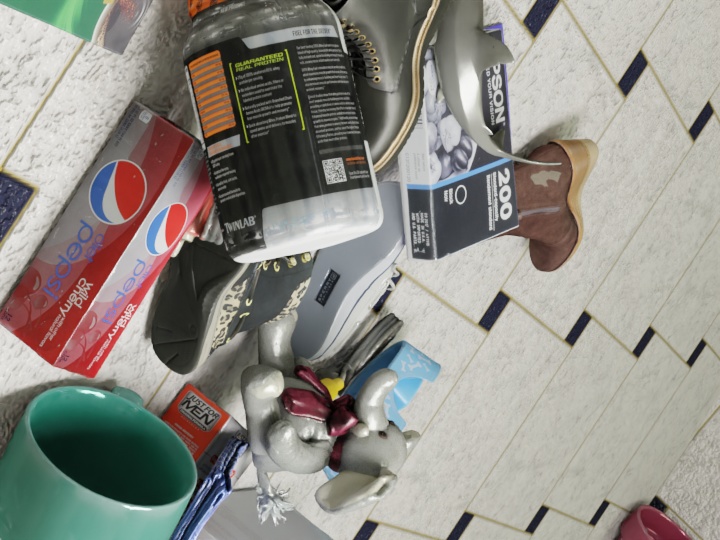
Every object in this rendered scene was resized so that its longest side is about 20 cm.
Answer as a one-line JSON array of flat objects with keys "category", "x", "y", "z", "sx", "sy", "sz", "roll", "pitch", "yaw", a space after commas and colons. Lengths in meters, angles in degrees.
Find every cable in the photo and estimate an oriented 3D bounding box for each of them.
[{"category": "cable", "x": -0.111, "y": -0.103, "z": 1.350, "sx": 0.050, "sy": 0.097, "sz": 0.202, "roll": 15, "pitch": 105, "yaw": -21}, {"category": "cable", "x": -0.018, "y": 0.122, "z": 1.806, "sx": 0.199, "sy": 0.050, "sz": 0.098, "roll": -33, "pitch": 154, "yaw": -42}]

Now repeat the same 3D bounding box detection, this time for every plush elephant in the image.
[{"category": "plush elephant", "x": -0.023, "y": 0.146, "z": 1.597, "sx": 0.165, "sy": 0.153, "sz": 0.202, "roll": -75, "pitch": 164, "yaw": -72}]

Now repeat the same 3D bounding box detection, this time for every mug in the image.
[{"category": "mug", "x": -0.215, "y": 0.183, "z": 1.413, "sx": 0.184, "sy": 0.152, "sz": 0.115, "roll": -11, "pitch": 135, "yaw": -58}]

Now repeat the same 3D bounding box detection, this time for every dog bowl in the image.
[{"category": "dog bowl", "x": 0.013, "y": 0.146, "z": 1.832, "sx": 0.111, "sy": 0.050, "sz": 0.200, "roll": -37, "pitch": -169, "yaw": 40}]

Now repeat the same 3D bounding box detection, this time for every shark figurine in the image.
[{"category": "shark figurine", "x": 0.113, "y": -0.175, "z": 1.563, "sx": 0.128, "sy": 0.089, "sz": 0.217, "roll": -37, "pitch": 118, "yaw": -43}]

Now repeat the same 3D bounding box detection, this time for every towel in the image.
[{"category": "towel", "x": -0.145, "y": 0.222, "z": 1.499, "sx": 0.146, "sy": 0.024, "sz": 0.200, "roll": -59, "pitch": -179, "yaw": 4}]

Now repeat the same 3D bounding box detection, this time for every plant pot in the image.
[{"category": "plant pot", "x": 0.534, "y": 0.574, "z": 3.245, "sx": 0.179, "sy": 0.200, "sz": 0.199, "roll": -46, "pitch": 159, "yaw": 19}]

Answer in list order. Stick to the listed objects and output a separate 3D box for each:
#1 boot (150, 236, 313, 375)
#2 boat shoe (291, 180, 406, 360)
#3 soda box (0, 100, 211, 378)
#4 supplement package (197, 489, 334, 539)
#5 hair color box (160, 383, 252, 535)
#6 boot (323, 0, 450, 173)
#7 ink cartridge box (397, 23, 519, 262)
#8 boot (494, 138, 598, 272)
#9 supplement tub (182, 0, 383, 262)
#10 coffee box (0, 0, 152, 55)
[{"category": "boot", "x": -0.095, "y": -0.016, "z": 1.492, "sx": 0.153, "sy": 0.073, "sz": 0.205, "roll": -25, "pitch": 145, "yaw": -53}, {"category": "boat shoe", "x": 0.003, "y": 0.003, "z": 1.688, "sx": 0.203, "sy": 0.074, "sz": 0.086, "roll": -60, "pitch": 155, "yaw": 13}, {"category": "soda box", "x": -0.187, "y": -0.022, "z": 1.311, "sx": 0.201, "sy": 0.070, "sz": 0.063, "roll": -57, "pitch": 155, "yaw": 2}, {"category": "supplement package", "x": -0.110, "y": 0.338, "z": 1.746, "sx": 0.148, "sy": 0.191, "sz": 0.199, "roll": -60, "pitch": 155, "yaw": 11}, {"category": "hair color box", "x": -0.185, "y": 0.215, "z": 1.615, "sx": 0.201, "sy": 0.061, "sz": 0.102, "roll": -52, "pitch": 155, "yaw": -8}, {"category": "boot", "x": -0.004, "y": -0.185, "z": 1.464, "sx": 0.138, "sy": 0.077, "sz": 0.202, "roll": -3, "pitch": 110, "yaw": -56}, {"category": "ink cartridge box", "x": 0.106, "y": -0.128, "z": 1.662, "sx": 0.199, "sy": 0.043, "sz": 0.201, "roll": -24, "pitch": 113, "yaw": -50}, {"category": "boot", "x": 0.186, "y": -0.061, "z": 1.985, "sx": 0.165, "sy": 0.072, "sz": 0.201, "roll": -21, "pitch": 141, "yaw": -33}, {"category": "supplement tub", "x": -0.061, "y": -0.115, "z": 1.269, "sx": 0.122, "sy": 0.121, "sz": 0.202, "roll": -9, "pitch": 86, "yaw": -58}, {"category": "coffee box", "x": -0.189, "y": -0.218, "z": 1.101, "sx": 0.124, "sy": 0.044, "sz": 0.200, "roll": -59, "pitch": 156, "yaw": 6}]
